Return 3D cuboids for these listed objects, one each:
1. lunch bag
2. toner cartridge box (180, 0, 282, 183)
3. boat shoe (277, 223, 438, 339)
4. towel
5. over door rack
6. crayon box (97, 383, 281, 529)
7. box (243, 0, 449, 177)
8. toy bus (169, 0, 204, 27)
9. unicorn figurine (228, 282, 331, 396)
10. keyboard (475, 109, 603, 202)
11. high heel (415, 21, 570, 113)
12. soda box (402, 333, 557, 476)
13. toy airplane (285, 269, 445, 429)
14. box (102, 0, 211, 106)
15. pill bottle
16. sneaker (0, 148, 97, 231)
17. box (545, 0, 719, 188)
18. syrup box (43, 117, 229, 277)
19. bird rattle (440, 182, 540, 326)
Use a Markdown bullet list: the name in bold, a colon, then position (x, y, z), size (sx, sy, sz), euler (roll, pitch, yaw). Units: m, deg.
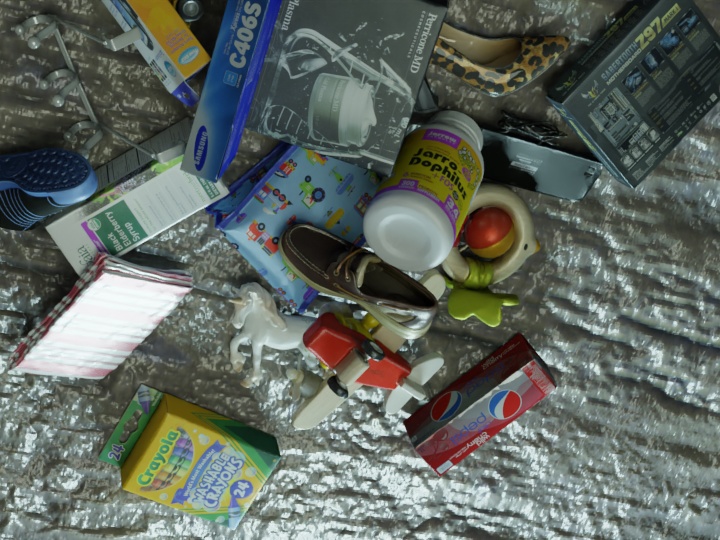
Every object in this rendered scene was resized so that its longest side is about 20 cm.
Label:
- **lunch bag**: position (-0.057, -0.079, 1.688), size (0.200, 0.094, 0.151), euler (-43, 113, 1)
- **toner cartridge box**: position (-0.130, -0.199, 1.469), size (0.043, 0.095, 0.201), euler (20, 112, 1)
- **boat shoe**: position (0.000, 0.000, 1.613), size (0.199, 0.072, 0.072), euler (35, 151, 5)
- **towel**: position (-0.305, 0.058, 1.683), size (0.200, 0.030, 0.146), euler (-43, 147, 24)
- **over door rack**: position (-0.285, -0.190, 1.514), size (0.067, 0.199, 0.148), euler (-38, 125, -29)
- **crayon box**: position (-0.219, 0.241, 1.832), size (0.199, 0.052, 0.126), euler (25, 109, -23)
- **box**: position (-0.024, -0.237, 1.558), size (0.195, 0.124, 0.201), euler (18, 113, -3)
- **toy bus**: position (-0.181, -0.358, 1.520), size (0.078, 0.065, 0.201), euler (18, 112, -20)
- **unicorn figurine**: position (-0.107, 0.082, 1.772), size (0.199, 0.074, 0.138), euler (4, 117, -33)
- **keyboard**: position (0.204, -0.148, 1.745), size (0.199, 0.040, 0.104), euler (14, 136, -20)
- **high heel**: position (0.133, -0.269, 1.632), size (0.199, 0.072, 0.143), euler (-18, 126, 7)
- **soda box**: position (0.156, 0.175, 1.872), size (0.200, 0.070, 0.063), euler (-37, 118, 8)
- **toy airplane**: position (0.005, 0.093, 1.724), size (0.199, 0.141, 0.200), euler (-24, 146, -25)
- **box**: position (-0.220, -0.261, 1.474), size (0.041, 0.119, 0.200), euler (-40, 100, -11)
- **pill bottle**: position (0.079, -0.098, 1.628), size (0.103, 0.201, 0.105), euler (12, 133, 14)
- **sneaker**: position (-0.359, -0.084, 1.582), size (0.199, 0.070, 0.078), euler (3, 140, 32)
- **box**: position (0.339, -0.222, 1.702), size (0.200, 0.051, 0.158), euler (-47, 119, 0)
- **syrup box**: position (-0.258, -0.083, 1.637), size (0.199, 0.082, 0.079), euler (-30, 120, 2)
- **bird rattle**: position (0.133, -0.040, 1.763), size (0.163, 0.113, 0.201), euler (-35, 107, -7)
